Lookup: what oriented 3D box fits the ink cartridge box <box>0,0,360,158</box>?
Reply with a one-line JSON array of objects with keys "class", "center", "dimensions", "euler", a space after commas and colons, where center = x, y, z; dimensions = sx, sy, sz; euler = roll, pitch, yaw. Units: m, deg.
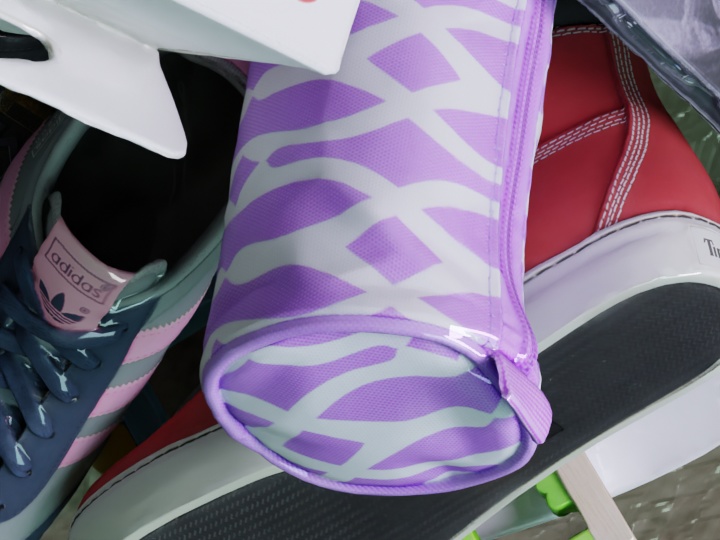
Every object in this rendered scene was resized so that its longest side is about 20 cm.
[{"class": "ink cartridge box", "center": [-0.066, -0.138, 0.638], "dimensions": [0.128, 0.125, 0.201], "euler": [24, 82, -43]}]

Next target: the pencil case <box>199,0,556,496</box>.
[{"class": "pencil case", "center": [0.017, -0.045, 0.690], "dimensions": [0.085, 0.201, 0.084], "euler": [-5, 148, 24]}]

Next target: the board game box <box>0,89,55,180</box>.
[{"class": "board game box", "center": [-0.162, -0.007, 0.792], "dimensions": [0.200, 0.028, 0.135], "euler": [-36, 111, 2]}]

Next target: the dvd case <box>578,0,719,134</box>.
[{"class": "dvd case", "center": [0.105, -0.141, 0.709], "dimensions": [0.149, 0.016, 0.201], "euler": [37, 67, -42]}]

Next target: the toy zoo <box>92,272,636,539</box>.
[{"class": "toy zoo", "center": [-0.040, 0.072, 0.801], "dimensions": [0.200, 0.131, 0.020], "euler": [-32, 164, 2]}]

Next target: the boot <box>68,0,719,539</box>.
[{"class": "boot", "center": [0.000, 0.000, 0.773], "dimensions": [0.200, 0.145, 0.072], "euler": [-31, 140, 17]}]

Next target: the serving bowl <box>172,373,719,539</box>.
[{"class": "serving bowl", "center": [0.022, 0.037, 0.899], "dimensions": [0.199, 0.200, 0.066], "euler": [-18, 96, -18]}]

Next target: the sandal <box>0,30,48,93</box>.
[{"class": "sandal", "center": [-0.082, -0.093, 0.746], "dimensions": [0.200, 0.048, 0.076], "euler": [-38, 111, -23]}]

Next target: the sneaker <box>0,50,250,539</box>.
[{"class": "sneaker", "center": [-0.083, 0.009, 0.749], "dimensions": [0.070, 0.082, 0.200], "euler": [31, 99, -3]}]
